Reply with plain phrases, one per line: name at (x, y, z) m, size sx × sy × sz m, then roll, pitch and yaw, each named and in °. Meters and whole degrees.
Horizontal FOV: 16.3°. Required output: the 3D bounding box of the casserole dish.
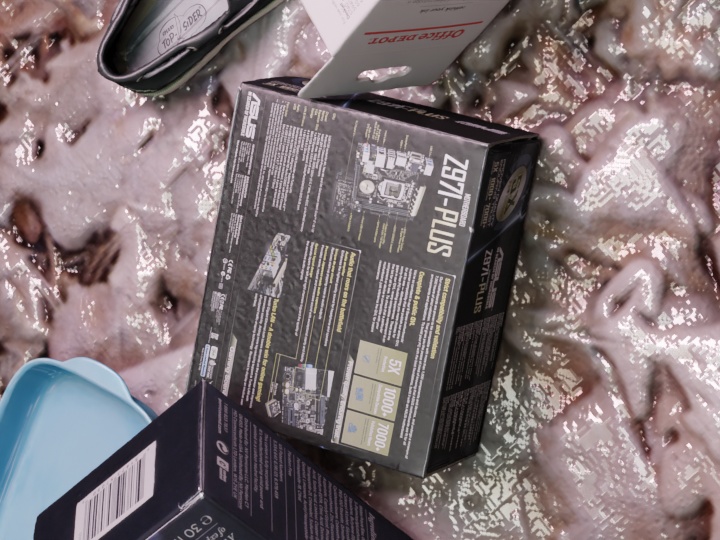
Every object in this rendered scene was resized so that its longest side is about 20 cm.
casserole dish at (-0.189, 0.148, 1.612) m, size 0.121 × 0.039 × 0.200 m, roll 27°, pitch 105°, yaw 21°

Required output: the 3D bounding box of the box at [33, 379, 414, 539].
box at (-0.072, 0.189, 1.470) m, size 0.148 × 0.107 × 0.200 m, roll -40°, pitch 118°, yaw 22°

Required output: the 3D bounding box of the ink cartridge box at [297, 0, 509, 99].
ink cartridge box at (0.040, -0.183, 1.408) m, size 0.200 × 0.116 × 0.068 m, roll -47°, pitch 63°, yaw 42°

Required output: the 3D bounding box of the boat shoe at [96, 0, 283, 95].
boat shoe at (-0.091, -0.182, 1.518) m, size 0.199 × 0.066 × 0.075 m, roll -40°, pitch 78°, yaw 23°

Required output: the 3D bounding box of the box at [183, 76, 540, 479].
box at (0.000, 0.000, 1.482) m, size 0.164 × 0.086 × 0.200 m, roll 15°, pitch 102°, yaw 23°
